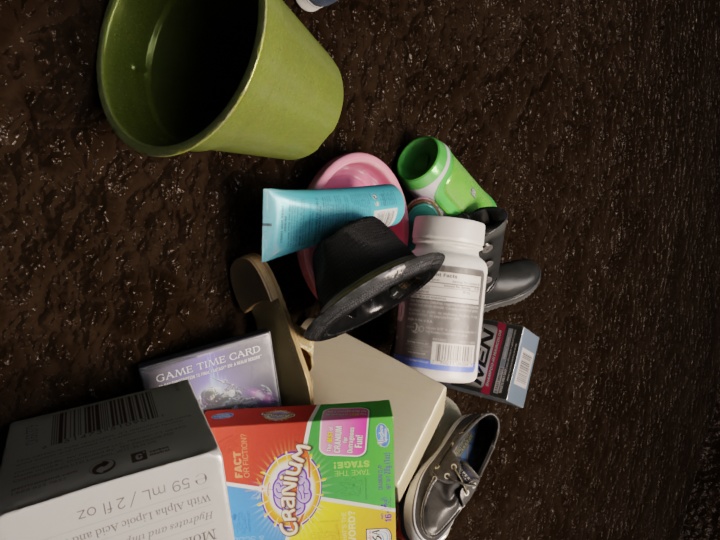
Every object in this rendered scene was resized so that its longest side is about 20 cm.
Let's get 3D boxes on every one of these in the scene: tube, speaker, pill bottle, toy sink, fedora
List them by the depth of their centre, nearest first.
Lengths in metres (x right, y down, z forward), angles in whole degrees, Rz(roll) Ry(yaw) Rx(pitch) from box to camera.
[{"bbox_3d":[0.000,0.000,0.727,0.199,0.200,0.093,-20,74,-45],"label":"fedora"},{"bbox_3d":[-0.031,-0.064,0.747,0.198,0.050,0.079,-14,111,-43],"label":"tube"},{"bbox_3d":[-0.009,0.173,0.812,0.132,0.197,0.113,-58,162,-23],"label":"toy sink"},{"bbox_3d":[0.106,0.036,0.847,0.113,0.112,0.205,9,86,-48],"label":"pill bottle"},{"bbox_3d":[0.135,-0.114,0.971,0.199,0.087,0.090,36,69,-45],"label":"speaker"}]

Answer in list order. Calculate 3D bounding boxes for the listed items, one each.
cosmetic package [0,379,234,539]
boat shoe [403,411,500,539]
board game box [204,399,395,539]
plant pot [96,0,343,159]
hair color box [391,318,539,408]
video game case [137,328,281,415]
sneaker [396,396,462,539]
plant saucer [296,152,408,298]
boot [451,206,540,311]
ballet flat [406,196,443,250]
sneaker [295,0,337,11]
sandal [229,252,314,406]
[{"bbox_3d":[-0.197,0.230,0.551,0.162,0.164,0.205,-12,105,-22],"label":"cosmetic package"},{"bbox_3d":[0.123,0.253,0.812,0.070,0.066,0.200,48,48,-1],"label":"boat shoe"},{"bbox_3d":[-0.062,0.221,0.685,0.195,0.040,0.157,-3,103,-3],"label":"board game box"},{"bbox_3d":[-0.111,-0.188,0.625,0.189,0.197,0.205,10,88,-59],"label":"plant pot"},{"bbox_3d":[0.143,0.118,0.925,0.060,0.197,0.101,28,75,-47],"label":"hair color box"},{"bbox_3d":[-0.150,0.177,0.703,0.140,0.019,0.205,-14,106,-25],"label":"video game case"},{"bbox_3d":[0.084,0.267,0.879,0.074,0.084,0.202,30,52,-15],"label":"sneaker"},{"bbox_3d":[-0.015,-0.047,0.836,0.198,0.050,0.205,-8,100,-48],"label":"plant saucer"},{"bbox_3d":[0.208,-0.025,0.996,0.162,0.066,0.202,-27,139,-9],"label":"boot"},{"bbox_3d":[0.099,-0.031,0.961,0.072,0.068,0.203,-80,159,-53],"label":"ballet flat"},{"bbox_3d":[-0.022,-0.405,0.709,0.076,0.144,0.207,-25,112,-41],"label":"sneaker"},{"bbox_3d":[-0.079,0.078,0.746,0.069,0.077,0.216,-25,98,-50],"label":"sandal"}]
